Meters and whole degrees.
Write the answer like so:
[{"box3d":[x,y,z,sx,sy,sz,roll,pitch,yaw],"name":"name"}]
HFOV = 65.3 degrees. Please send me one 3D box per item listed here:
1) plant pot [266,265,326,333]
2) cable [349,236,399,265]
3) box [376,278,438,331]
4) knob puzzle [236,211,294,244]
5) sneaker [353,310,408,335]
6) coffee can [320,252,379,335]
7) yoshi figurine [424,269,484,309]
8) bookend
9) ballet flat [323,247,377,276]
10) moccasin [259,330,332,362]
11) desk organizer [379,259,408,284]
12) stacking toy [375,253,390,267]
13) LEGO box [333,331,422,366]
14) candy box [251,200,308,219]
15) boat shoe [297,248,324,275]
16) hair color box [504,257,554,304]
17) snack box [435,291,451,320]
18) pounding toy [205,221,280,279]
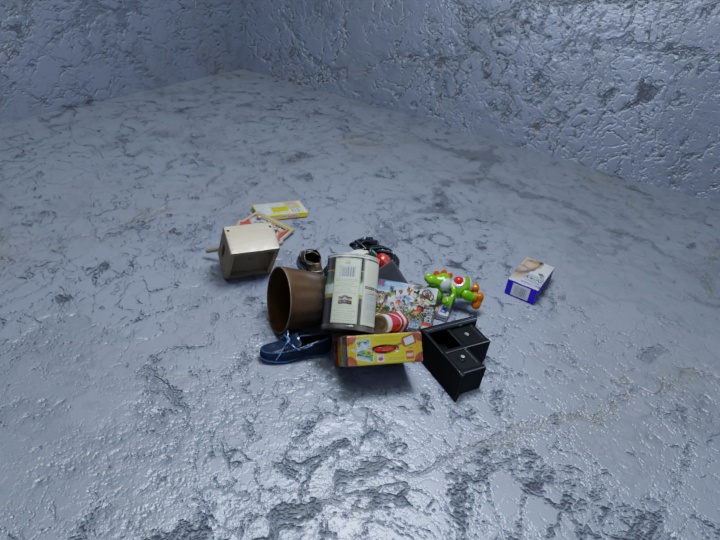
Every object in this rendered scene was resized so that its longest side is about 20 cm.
[{"box3d":[-0.142,0.081,1.604,0.199,0.188,0.187,0,32,-29],"name":"plant pot"},{"box3d":[0.048,-0.058,1.957,0.163,0.051,0.200,42,21,24],"name":"cable"},{"box3d":[0.121,0.106,1.655,0.199,0.137,0.038,9,-7,11],"name":"box"},{"box3d":[-0.362,-0.145,2.024,0.218,0.031,0.220,8,39,-6],"name":"knob puzzle"},{"box3d":[0.050,0.150,1.607,0.112,0.072,0.199,0,0,-39],"name":"sneaker"},{"box3d":[-0.026,0.066,1.514,0.145,0.201,0.146,5,-11,1],"name":"coffee can"},{"box3d":[0.282,0.070,1.781,0.199,0.112,0.113,18,71,-17],"name":"yoshi figurine"},{"box3d":[0.288,0.235,1.542,0.198,0.093,0.200,-9,37,-27],"name":"bookend"},{"box3d":[-0.042,-0.033,1.833,0.199,0.069,0.068,-18,45,8],"name":"ballet flat"},{"box3d":[-0.174,0.195,1.515,0.199,0.069,0.081,-8,36,-24],"name":"moccasin"},{"box3d":[0.126,0.074,1.719,0.072,0.077,0.201,-33,78,3],"name":"desk organizer"},{"box3d":[0.000,0.000,1.780,0.199,0.086,0.086,-23,36,-1],"name":"stacking toy"},{"box3d":[0.043,0.206,1.470,0.199,0.078,0.149,-1,-8,-16],"name":"LEGO box"},{"box3d":[-0.315,-0.234,2.196,0.199,0.027,0.102,-9,35,-25],"name":"candy box"},{"box3d":[-0.160,-0.034,1.860,0.072,0.073,0.200,-4,25,-22],"name":"boat shoe"},{"box3d":[0.593,0.032,1.966,0.109,0.065,0.200,24,33,23],"name":"hair color box"},{"box3d":[0.265,0.093,1.824,0.072,0.024,0.200,18,33,11],"name":"snack box"},{"box3d":[-0.379,-0.067,1.787,0.183,0.200,0.143,-8,64,-26],"name":"pounding toy"}]
